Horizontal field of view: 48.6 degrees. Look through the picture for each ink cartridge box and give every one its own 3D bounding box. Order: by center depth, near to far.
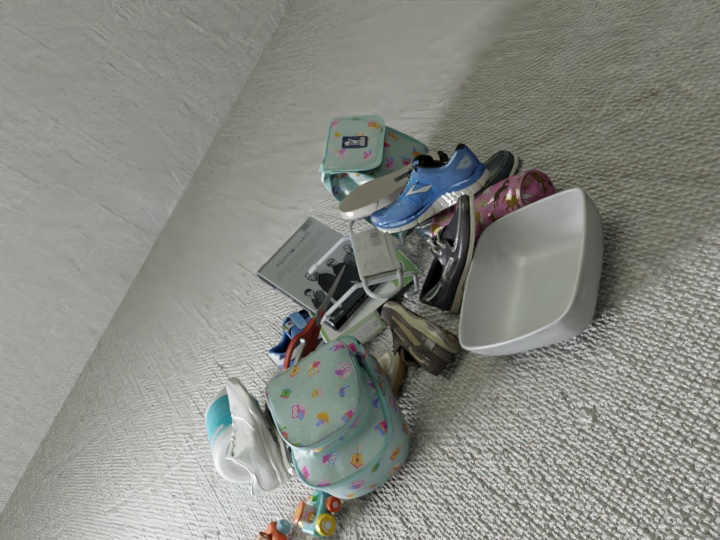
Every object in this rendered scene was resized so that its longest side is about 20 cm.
[{"bbox_3d":[0.012,0.053,1.382,0.199,0.048,0.146,-35,27,-3],"label":"ink cartridge box"}]

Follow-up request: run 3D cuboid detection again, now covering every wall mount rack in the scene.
[{"bbox_3d":[0.000,0.000,1.304,0.171,0.075,0.202,-13,45,-1],"label":"wall mount rack"}]

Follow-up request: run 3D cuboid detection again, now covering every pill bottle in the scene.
[{"bbox_3d":[-0.230,0.295,1.484,0.112,0.110,0.200,-55,26,7],"label":"pill bottle"}]

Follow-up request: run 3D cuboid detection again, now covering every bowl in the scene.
[{"bbox_3d":[0.223,0.015,1.002,0.199,0.074,0.202,-25,41,50],"label":"bowl"}]

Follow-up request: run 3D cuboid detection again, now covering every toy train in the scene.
[{"bbox_3d":[-0.105,0.385,1.205,0.202,0.055,0.151,-58,28,17],"label":"toy train"}]

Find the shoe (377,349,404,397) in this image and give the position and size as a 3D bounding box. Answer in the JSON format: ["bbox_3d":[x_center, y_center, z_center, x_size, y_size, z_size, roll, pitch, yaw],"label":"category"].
[{"bbox_3d":[0.003,0.206,1.221,0.202,0.053,0.070,-60,26,-1],"label":"shoe"}]

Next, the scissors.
[{"bbox_3d":[-0.069,0.074,1.228,0.014,0.073,0.203,6,72,39],"label":"scissors"}]

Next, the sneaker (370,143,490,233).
[{"bbox_3d":[0.094,-0.126,1.201,0.198,0.090,0.079,-29,8,25],"label":"sneaker"}]

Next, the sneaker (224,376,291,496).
[{"bbox_3d":[-0.196,0.281,1.348,0.088,0.202,0.075,-27,-16,-6],"label":"sneaker"}]

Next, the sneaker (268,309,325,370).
[{"bbox_3d":[-0.096,0.102,1.482,0.202,0.082,0.074,-59,24,-3],"label":"sneaker"}]

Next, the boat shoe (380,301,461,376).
[{"bbox_3d":[0.073,0.100,1.184,0.074,0.074,0.200,-60,23,-2],"label":"boat shoe"}]

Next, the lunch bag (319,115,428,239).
[{"bbox_3d":[0.021,-0.181,1.425,0.122,0.198,0.172,-47,26,39],"label":"lunch bag"}]

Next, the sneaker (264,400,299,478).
[{"bbox_3d":[-0.095,0.239,1.328,0.107,0.074,0.201,-62,33,21],"label":"sneaker"}]

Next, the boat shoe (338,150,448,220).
[{"bbox_3d":[0.068,-0.112,1.323,0.198,0.093,0.075,-24,36,6],"label":"boat shoe"}]

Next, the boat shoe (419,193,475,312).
[{"bbox_3d":[0.122,-0.022,1.125,0.073,0.062,0.202,-81,-2,-49],"label":"boat shoe"}]

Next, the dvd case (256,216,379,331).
[{"bbox_3d":[-0.065,0.001,1.387,0.199,0.025,0.150,31,67,33],"label":"dvd case"}]

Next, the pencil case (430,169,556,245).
[{"bbox_3d":[0.191,-0.079,1.153,0.199,0.082,0.088,-23,73,50],"label":"pencil case"}]

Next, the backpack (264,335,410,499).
[{"bbox_3d":[-0.031,0.211,1.125,0.174,0.153,0.202,-32,61,6],"label":"backpack"}]

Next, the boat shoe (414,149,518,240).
[{"bbox_3d":[0.164,-0.122,1.269,0.200,0.061,0.075,-43,26,29],"label":"boat shoe"}]
